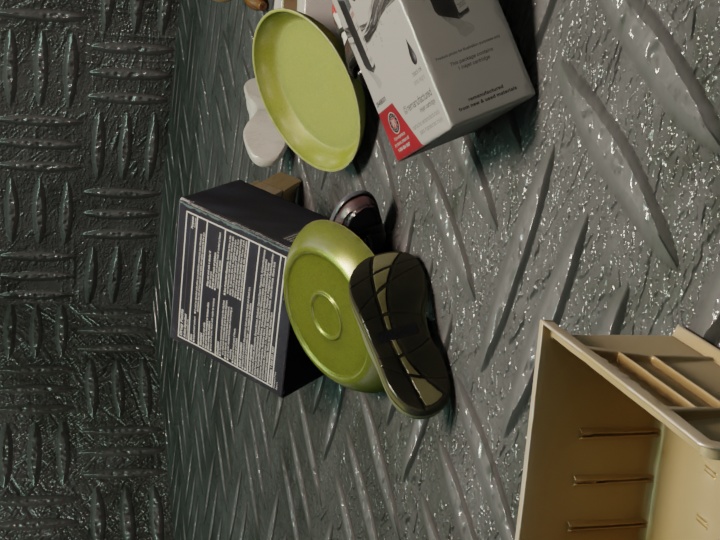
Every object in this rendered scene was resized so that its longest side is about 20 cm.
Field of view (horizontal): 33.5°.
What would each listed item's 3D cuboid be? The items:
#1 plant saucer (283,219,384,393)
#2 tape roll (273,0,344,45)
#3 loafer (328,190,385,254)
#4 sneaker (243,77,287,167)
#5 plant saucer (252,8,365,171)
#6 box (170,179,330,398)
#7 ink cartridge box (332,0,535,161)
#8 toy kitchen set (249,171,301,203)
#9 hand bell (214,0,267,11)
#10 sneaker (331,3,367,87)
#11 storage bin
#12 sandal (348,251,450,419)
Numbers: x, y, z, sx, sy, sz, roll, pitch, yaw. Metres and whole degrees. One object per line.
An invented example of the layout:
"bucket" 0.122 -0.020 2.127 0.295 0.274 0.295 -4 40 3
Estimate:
"plant saucer" -0.028 0.045 1.308 0.199 0.031 0.202 30 131 42
"tape roll" -0.060 -0.332 1.536 0.202 0.070 0.205 180 90 -74
"loafer" 0.000 0.000 1.337 0.063 0.071 0.201 53 150 34
"sneaker" -0.144 -0.213 1.871 0.201 0.074 0.089 -97 4 -47
"plant saucer" -0.056 -0.217 1.421 0.199 0.031 0.202 37 143 35
"box" -0.126 0.017 1.505 0.197 0.123 0.202 24 119 29
"ink cartridge box" 0.047 -0.209 0.988 0.202 0.083 0.144 68 163 0
"toy kitchen set" -0.106 -0.011 1.693 0.200 0.179 0.165 -38 -34 -56
"hand bell" -0.207 -0.491 2.099 0.200 0.103 0.105 49 137 50
"sneaker" 0.011 -0.244 1.270 0.200 0.070 0.099 -141 55 -69
"storage bin" 0.165 0.153 0.646 0.199 0.093 0.203 -134 47 -69
"sandal" 0.035 0.064 1.171 0.058 0.079 0.203 88 172 -53
